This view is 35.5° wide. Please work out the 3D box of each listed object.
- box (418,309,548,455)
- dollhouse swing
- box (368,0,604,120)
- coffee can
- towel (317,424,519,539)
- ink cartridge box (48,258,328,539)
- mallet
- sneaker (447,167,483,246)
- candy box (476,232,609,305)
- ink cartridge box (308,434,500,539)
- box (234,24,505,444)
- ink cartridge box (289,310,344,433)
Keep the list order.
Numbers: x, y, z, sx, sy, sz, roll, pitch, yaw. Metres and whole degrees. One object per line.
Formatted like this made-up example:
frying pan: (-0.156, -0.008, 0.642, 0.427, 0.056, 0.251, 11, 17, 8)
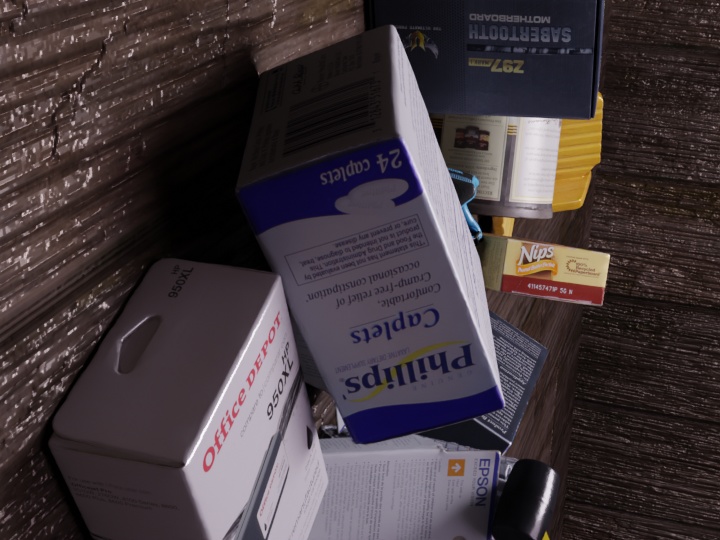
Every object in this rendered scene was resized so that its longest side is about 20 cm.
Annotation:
box: (0.098, 0.149, 1.165, 0.149, 0.107, 0.200, -59, 175, 31)
dollhouse swing: (0.266, -0.136, 1.592, 0.201, 0.180, 0.177, 80, 5, -47)
box: (0.108, -0.213, 0.967, 0.051, 0.198, 0.159, -68, 160, -50)
coffee can: (0.142, -0.163, 1.189, 0.146, 0.145, 0.202, -16, 113, -71)
towel: (0.041, 0.228, 0.947, 0.085, 0.199, 0.167, 2, 96, -56)
ink cartridge box: (-0.090, 0.115, 0.666, 0.201, 0.083, 0.145, 80, 24, -43)
mallet: (0.148, 0.238, 0.899, 0.066, 0.041, 0.201, -56, 139, -40)
sneaker: (0.078, -0.008, 1.092, 0.073, 0.081, 0.201, -72, 160, -52)
candy box: (0.156, -0.007, 1.160, 0.200, 0.114, 0.056, -165, -96, -72)
ink cartridge box: (0.000, 0.225, 0.852, 0.041, 0.198, 0.202, -146, -121, -69)
box: (0.010, -0.025, 0.729, 0.184, 0.104, 0.201, -89, 158, -59)
ink cartridge box: (0.000, 0.000, 0.956, 0.197, 0.043, 0.201, -52, 148, -47)
